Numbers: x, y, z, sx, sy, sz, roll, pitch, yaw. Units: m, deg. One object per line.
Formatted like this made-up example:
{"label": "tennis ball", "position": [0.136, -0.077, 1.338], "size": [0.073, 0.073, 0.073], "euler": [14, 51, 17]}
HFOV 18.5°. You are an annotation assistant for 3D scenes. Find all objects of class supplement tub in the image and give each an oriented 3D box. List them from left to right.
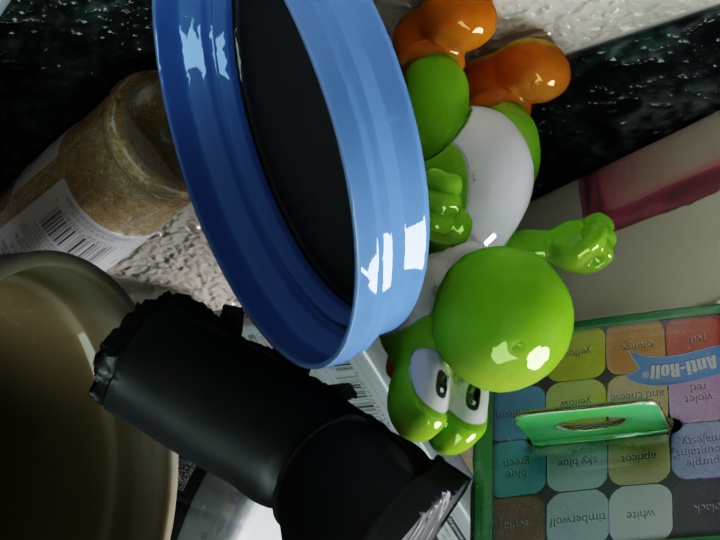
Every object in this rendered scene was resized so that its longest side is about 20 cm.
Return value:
{"label": "supplement tub", "position": [-0.136, 0.119, 1.132], "size": [0.199, 0.123, 0.123], "euler": [18, 152, 16]}

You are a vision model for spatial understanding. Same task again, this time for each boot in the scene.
{"label": "boot", "position": [-0.041, 0.075, 0.931], "size": [0.162, 0.074, 0.198], "euler": [32, -171, 6]}

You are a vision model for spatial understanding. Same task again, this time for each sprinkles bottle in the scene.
{"label": "sprinkles bottle", "position": [-0.146, -0.025, 1.096], "size": [0.068, 0.069, 0.200], "euler": [22, 143, -31]}

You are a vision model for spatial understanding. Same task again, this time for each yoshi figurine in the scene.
{"label": "yoshi figurine", "position": [0.058, -0.022, 0.960], "size": [0.112, 0.201, 0.112], "euler": [5, 156, 3]}

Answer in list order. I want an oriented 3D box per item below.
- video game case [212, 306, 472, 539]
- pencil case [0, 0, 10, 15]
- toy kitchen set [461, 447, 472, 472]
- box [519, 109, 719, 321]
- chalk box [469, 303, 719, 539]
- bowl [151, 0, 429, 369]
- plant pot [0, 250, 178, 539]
{"label": "video game case", "position": [-0.026, 0.100, 1.156], "size": [0.181, 0.023, 0.201], "euler": [-8, 125, 39]}
{"label": "pencil case", "position": [-0.195, -0.122, 0.922], "size": [0.090, 0.084, 0.200], "euler": [-5, 156, -38]}
{"label": "toy kitchen set", "position": [0.165, 0.085, 1.264], "size": [0.162, 0.182, 0.200], "euler": [-10, -173, 24]}
{"label": "box", "position": [0.191, 0.001, 1.086], "size": [0.199, 0.110, 0.128], "euler": [-25, 140, 37]}
{"label": "chalk box", "position": [0.122, 0.099, 1.030], "size": [0.124, 0.124, 0.200], "euler": [-6, 146, 15]}
{"label": "bowl", "position": [-0.031, -0.060, 0.926], "size": [0.039, 0.201, 0.201], "euler": [-18, 155, -22]}
{"label": "plant pot", "position": [-0.208, 0.090, 1.008], "size": [0.173, 0.201, 0.200], "euler": [1, 152, 31]}
